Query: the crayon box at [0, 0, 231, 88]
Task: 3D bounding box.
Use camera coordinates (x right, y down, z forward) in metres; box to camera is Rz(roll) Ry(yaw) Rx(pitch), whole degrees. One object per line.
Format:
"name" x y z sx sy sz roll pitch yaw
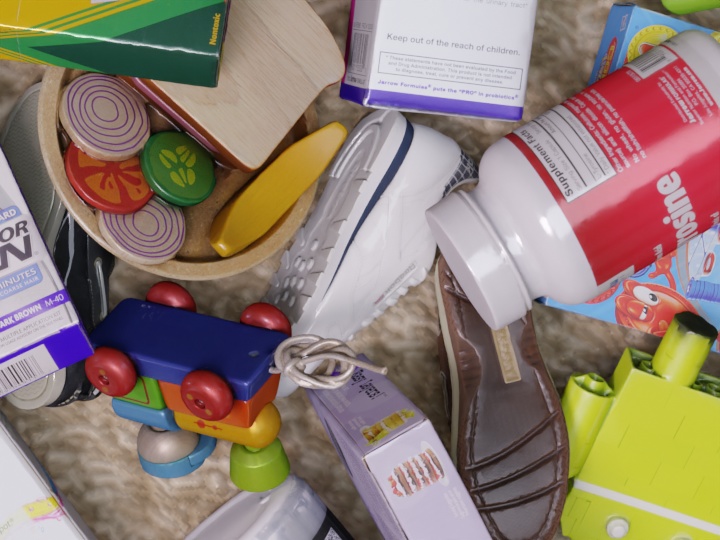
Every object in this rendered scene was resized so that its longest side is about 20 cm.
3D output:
"crayon box" -0.154 -0.219 1.501 0.172 0.058 0.200 8 72 -2

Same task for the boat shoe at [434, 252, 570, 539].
"boat shoe" 0.087 0.080 1.604 0.075 0.075 0.203 -5 84 -8

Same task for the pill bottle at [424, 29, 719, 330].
"pill bottle" 0.145 -0.051 1.531 0.200 0.112 0.112 -31 101 -4

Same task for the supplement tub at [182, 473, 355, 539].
"supplement tub" -0.025 0.236 1.590 0.123 0.123 0.200 -40 101 -3

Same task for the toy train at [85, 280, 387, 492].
"toy train" -0.064 0.087 1.538 0.200 0.085 0.116 12 132 29

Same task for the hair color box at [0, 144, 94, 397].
"hair color box" -0.248 -0.021 1.509 0.109 0.065 0.200 -25 69 -5

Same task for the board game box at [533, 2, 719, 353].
"board game box" 0.230 -0.049 1.631 0.196 0.056 0.200 15 94 -11

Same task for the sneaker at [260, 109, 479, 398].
"sneaker" 0.000 0.000 1.595 0.080 0.076 0.200 29 95 -26

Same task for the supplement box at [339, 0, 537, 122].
"supplement box" 0.054 -0.197 1.561 0.103 0.101 0.200 5 96 -10

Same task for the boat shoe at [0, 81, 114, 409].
"boat shoe" -0.187 -0.016 1.573 0.068 0.072 0.200 -1 90 -47

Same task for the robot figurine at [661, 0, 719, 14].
"robot figurine" 0.216 -0.251 1.570 0.200 0.116 0.176 1 82 -14

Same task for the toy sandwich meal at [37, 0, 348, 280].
"toy sandwich meal" -0.095 -0.093 1.537 0.205 0.070 0.205 7 73 -24

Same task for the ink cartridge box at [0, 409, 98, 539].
"ink cartridge box" -0.247 0.173 1.566 0.146 0.083 0.200 -35 101 -3

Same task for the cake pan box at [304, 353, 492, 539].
"cake pan box" 0.044 0.162 1.556 0.052 0.184 0.200 -29 103 -4

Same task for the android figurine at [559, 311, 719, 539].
"android figurine" 0.201 0.127 1.628 0.182 0.041 0.200 20 112 -12
